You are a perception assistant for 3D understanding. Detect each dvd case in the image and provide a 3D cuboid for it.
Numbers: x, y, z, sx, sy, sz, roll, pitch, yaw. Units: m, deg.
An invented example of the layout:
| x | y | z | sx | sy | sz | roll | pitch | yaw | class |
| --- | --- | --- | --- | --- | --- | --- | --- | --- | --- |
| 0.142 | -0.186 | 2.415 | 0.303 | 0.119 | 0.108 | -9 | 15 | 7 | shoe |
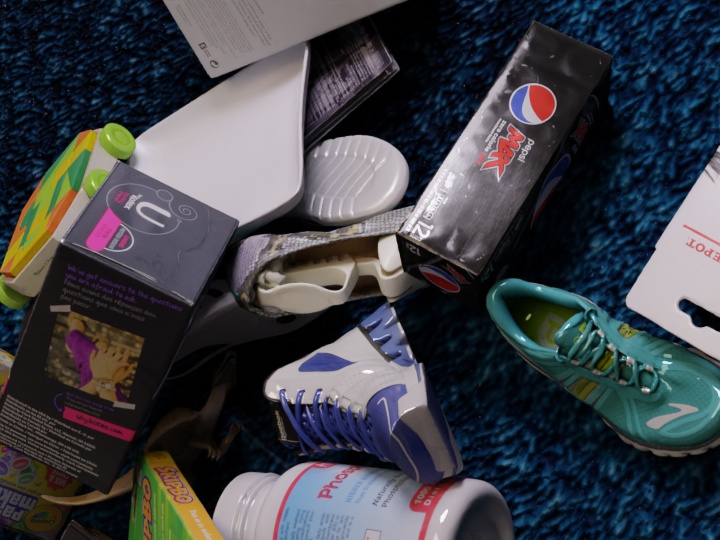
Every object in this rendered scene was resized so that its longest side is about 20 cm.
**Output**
| x | y | z | sx | sy | sz | roll | pitch | yaw | class |
| --- | --- | --- | --- | --- | --- | --- | --- | --- | --- |
| -0.064 | -0.141 | 1.337 | 0.200 | 0.016 | 0.149 | -39 | 38 | 13 | dvd case |

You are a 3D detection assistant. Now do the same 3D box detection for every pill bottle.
| x | y | z | sx | sy | sz | roll | pitch | yaw | class |
| --- | --- | --- | --- | --- | --- | --- | --- | --- | --- |
| -0.002 | 0.190 | 1.114 | 0.199 | 0.109 | 0.110 | 2 | 71 | 33 | pill bottle |

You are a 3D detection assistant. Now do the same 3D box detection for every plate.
| x | y | z | sx | sy | sz | roll | pitch | yaw | class |
| --- | --- | --- | --- | --- | --- | --- | --- | --- | --- |
| -0.114 | -0.077 | 1.284 | 0.199 | 0.032 | 0.201 | -29 | 38 | 26 | plate |

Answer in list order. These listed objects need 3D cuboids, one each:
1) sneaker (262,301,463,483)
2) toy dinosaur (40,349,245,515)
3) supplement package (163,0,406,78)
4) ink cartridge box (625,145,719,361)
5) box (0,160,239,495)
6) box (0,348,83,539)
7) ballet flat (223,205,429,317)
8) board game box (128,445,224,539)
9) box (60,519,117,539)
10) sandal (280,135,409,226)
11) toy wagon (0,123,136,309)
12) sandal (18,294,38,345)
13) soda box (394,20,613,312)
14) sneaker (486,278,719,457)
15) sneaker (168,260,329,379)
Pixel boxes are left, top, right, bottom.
| x | y | z | sx | sy | sz | roll | pitch | yaw | class |
| --- | --- | --- | --- | --- | --- | --- | --- | --- | --- |
| -0.004 | 0.101 | 1.120 | 0.115 | 0.081 | 0.200 | -25 | 22 | -1 | sneaker |
| -0.154 | 0.154 | 1.277 | 0.200 | 0.058 | 0.101 | -40 | 38 | 5 | toy dinosaur |
| -0.057 | -0.283 | 1.299 | 0.199 | 0.152 | 0.151 | -17 | 30 | 27 | supplement package |
| 0.277 | -0.028 | 1.049 | 0.116 | 0.068 | 0.201 | 33 | 89 | 39 | ink cartridge box |
| -0.183 | 0.043 | 1.180 | 0.201 | 0.106 | 0.122 | -61 | 4 | 33 | box |
| -0.346 | 0.112 | 1.318 | 0.192 | 0.200 | 0.123 | 23 | 83 | 37 | box |
| 0.000 | 0.000 | 1.182 | 0.199 | 0.072 | 0.072 | -10 | 61 | -2 | ballet flat |
| -0.125 | 0.212 | 1.149 | 0.200 | 0.030 | 0.096 | 42 | 131 | 52 | board game box |
| -0.198 | 0.324 | 1.225 | 0.198 | 0.050 | 0.201 | 28 | 86 | 37 | box |
| -0.025 | -0.063 | 1.282 | 0.202 | 0.050 | 0.083 | 6 | 61 | 49 | sandal |
| -0.252 | -0.062 | 1.380 | 0.155 | 0.039 | 0.201 | -43 | 25 | 30 | toy wagon |
| -0.223 | 0.003 | 1.388 | 0.075 | 0.048 | 0.201 | 13 | 65 | 38 | sandal |
| 0.105 | -0.076 | 1.148 | 0.070 | 0.063 | 0.201 | 27 | 71 | 17 | soda box |
| 0.163 | 0.062 | 1.078 | 0.199 | 0.080 | 0.078 | 27 | 85 | 38 | sneaker |
| -0.109 | 0.002 | 1.289 | 0.199 | 0.073 | 0.113 | -23 | 58 | 24 | sneaker |
